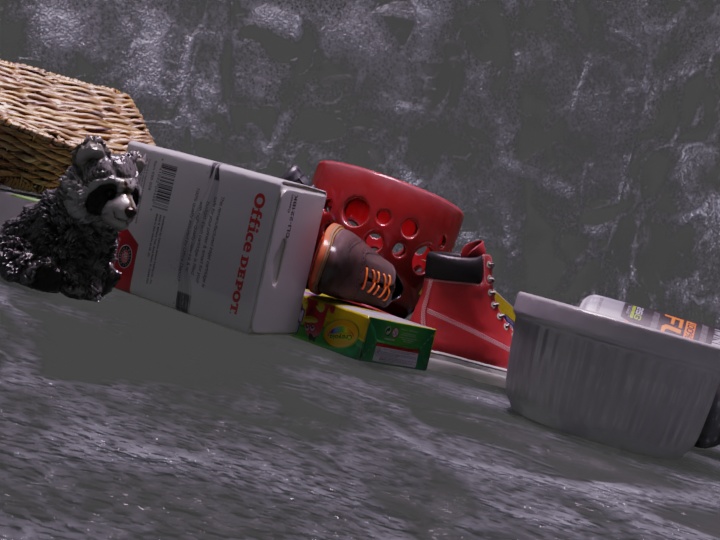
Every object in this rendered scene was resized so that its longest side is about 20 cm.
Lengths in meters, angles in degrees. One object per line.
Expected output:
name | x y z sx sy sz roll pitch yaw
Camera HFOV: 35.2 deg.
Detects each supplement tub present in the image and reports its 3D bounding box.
supplement tub | 0.311 0.107 1.165 0.197 0.124 0.122 15 1 15

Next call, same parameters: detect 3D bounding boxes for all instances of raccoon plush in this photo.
raccoon plush | -0.274 -0.058 0.971 0.197 0.136 0.097 16 3 16

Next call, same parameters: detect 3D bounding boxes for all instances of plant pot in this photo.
plant pot | 0.009 -0.021 1.424 0.198 0.185 0.200 21 -2 1

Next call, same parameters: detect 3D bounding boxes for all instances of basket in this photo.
basket | -0.328 -0.108 1.162 0.198 0.150 0.143 11 34 -41

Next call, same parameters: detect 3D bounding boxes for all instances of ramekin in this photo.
ramekin | 0.225 0.096 1.027 0.197 0.107 0.200 15 2 -1

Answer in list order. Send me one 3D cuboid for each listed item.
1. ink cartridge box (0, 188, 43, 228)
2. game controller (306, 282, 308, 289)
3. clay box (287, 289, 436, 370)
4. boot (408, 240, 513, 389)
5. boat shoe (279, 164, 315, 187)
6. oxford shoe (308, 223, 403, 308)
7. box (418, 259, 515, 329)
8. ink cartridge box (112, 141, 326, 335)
ink cartridge box | -0.304 -0.035 1.164 0.116 0.068 0.200 14 2 18
game controller | -0.104 -0.004 1.397 0.042 0.106 0.200 -11 12 -21
clay box | -0.035 0.050 1.149 0.198 0.048 0.114 15 0 40
boot | 0.148 0.050 1.218 0.198 0.146 0.072 16 -1 -24
boat shoe | -0.142 -0.071 1.363 0.197 0.067 0.075 -20 17 26
oxford shoe | 0.000 0.000 1.129 0.072 0.072 0.200 20 2 14
box | 0.152 0.062 1.332 0.200 0.049 0.117 43 -9 -21
ink cartridge box | -0.144 -0.032 1.104 0.198 0.146 0.083 17 6 32
